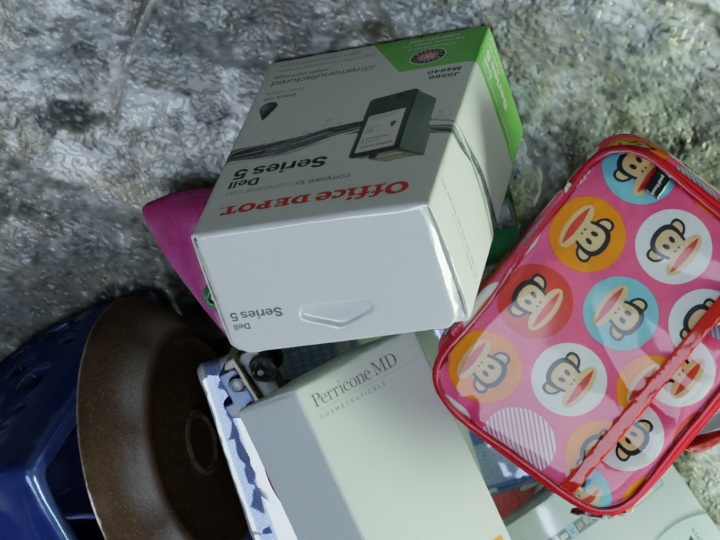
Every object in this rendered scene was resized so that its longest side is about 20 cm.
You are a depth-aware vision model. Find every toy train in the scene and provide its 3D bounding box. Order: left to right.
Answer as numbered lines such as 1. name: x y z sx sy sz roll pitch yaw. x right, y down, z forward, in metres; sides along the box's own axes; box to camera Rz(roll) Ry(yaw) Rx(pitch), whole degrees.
1. toy train: -0.036 0.127 1.632 0.046 0.034 0.200 -24 106 17

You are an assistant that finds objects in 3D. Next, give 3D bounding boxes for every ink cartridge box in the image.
1. ink cartridge box: 0.002 -0.049 1.514 0.145 0.200 0.084 -8 122 19
2. ink cartridge box: 0.147 0.218 1.654 0.160 0.200 0.047 55 159 -3

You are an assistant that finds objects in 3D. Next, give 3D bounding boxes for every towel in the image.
1. towel: 0.008 0.096 1.652 0.200 0.024 0.147 -17 106 4

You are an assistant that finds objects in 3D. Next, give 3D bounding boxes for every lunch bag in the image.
1. lunch bag: 0.158 0.040 1.528 0.176 0.082 0.200 37 101 -2

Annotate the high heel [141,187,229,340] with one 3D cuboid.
1. high heel: -0.085 0.041 1.675 0.096 0.067 0.200 -2 119 4

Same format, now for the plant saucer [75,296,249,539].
1. plant saucer: -0.114 0.112 1.654 0.037 0.201 0.201 -13 120 23

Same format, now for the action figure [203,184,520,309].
1. action figure: 0.000 0.000 1.602 0.199 0.055 0.118 -11 87 9

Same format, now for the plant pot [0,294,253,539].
1. plant pot: -0.205 0.156 1.718 0.179 0.200 0.200 -10 120 28

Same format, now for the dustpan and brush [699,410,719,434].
1. dustpan and brush: 0.135 0.061 1.640 0.140 0.057 0.200 54 150 -13

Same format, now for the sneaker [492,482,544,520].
1. sneaker: 0.100 0.151 1.707 0.200 0.074 0.087 28 125 -5

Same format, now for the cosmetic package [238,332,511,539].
1. cosmetic package: 0.021 0.149 1.576 0.071 0.101 0.200 -22 94 56
